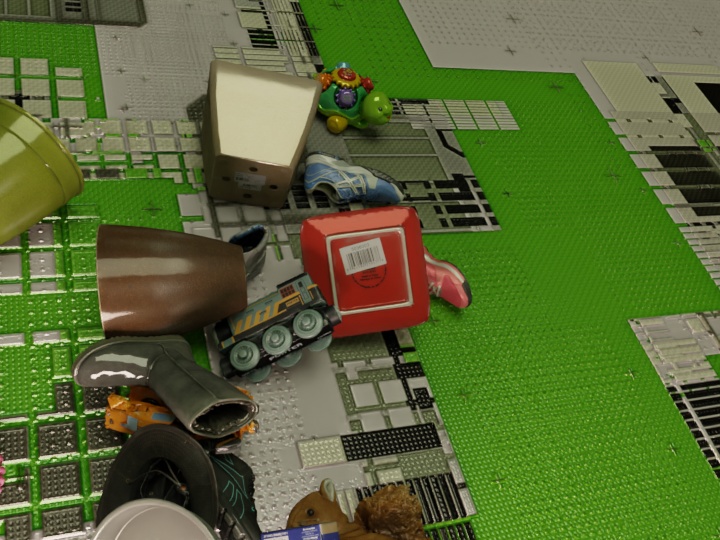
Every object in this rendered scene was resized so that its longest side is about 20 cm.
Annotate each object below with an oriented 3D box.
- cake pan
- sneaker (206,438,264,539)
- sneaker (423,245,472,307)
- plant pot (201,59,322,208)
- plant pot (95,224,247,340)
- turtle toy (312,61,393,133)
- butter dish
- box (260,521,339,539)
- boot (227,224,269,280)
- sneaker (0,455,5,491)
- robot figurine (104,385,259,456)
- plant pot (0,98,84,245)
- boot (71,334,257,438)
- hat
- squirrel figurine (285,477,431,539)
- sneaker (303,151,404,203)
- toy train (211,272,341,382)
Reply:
[{"bbox_3d":[-0.231,0.363,0.918,0.200,0.200,0.037,42,10,18],"label":"cake pan"},{"bbox_3d":[-0.167,0.298,1.052,0.079,0.075,0.200,-22,61,-35],"label":"sneaker"},{"bbox_3d":[0.107,0.012,1.407,0.200,0.074,0.087,40,63,21],"label":"sneaker"},{"bbox_3d":[-0.190,-0.227,1.426,0.200,0.200,0.177,9,61,-12],"label":"plant pot"},{"bbox_3d":[-0.269,0.017,1.159,0.200,0.187,0.187,-5,52,-12],"label":"plant pot"},{"bbox_3d":[-0.021,-0.359,1.643,0.200,0.101,0.146,37,49,13],"label":"turtle toy"},{"bbox_3d":[0.000,0.000,1.325,0.200,0.148,0.200,-8,93,-10],"label":"butter dish"},{"bbox_3d":[-0.062,0.407,0.939,0.032,0.121,0.200,8,66,-43],"label":"box"},{"bbox_3d":[-0.223,-0.002,1.274,0.074,0.096,0.200,34,49,11],"label":"boot"},{"bbox_3d":[-0.517,0.225,1.008,0.095,0.079,0.200,-20,56,-6],"label":"sneaker"},{"bbox_3d":[-0.237,0.192,1.089,0.200,0.058,0.145,8,23,5],"label":"robot figurine"},{"bbox_3d":[-0.569,-0.126,1.214,0.200,0.200,0.193,30,60,7],"label":"plant pot"},{"bbox_3d":[-0.257,0.155,1.028,0.182,0.073,0.200,-13,35,-32],"label":"boot"},{"bbox_3d":[-0.237,0.293,1.000,0.201,0.201,0.081,50,15,24],"label":"hat"},{"bbox_3d":[0.001,0.361,1.039,0.187,0.142,0.200,39,35,28],"label":"squirrel figurine"},{"bbox_3d":[-0.015,-0.158,1.507,0.200,0.076,0.077,16,70,-6],"label":"sneaker"},{"bbox_3d":[-0.130,0.087,1.204,0.200,0.085,0.114,-27,61,1],"label":"toy train"}]
